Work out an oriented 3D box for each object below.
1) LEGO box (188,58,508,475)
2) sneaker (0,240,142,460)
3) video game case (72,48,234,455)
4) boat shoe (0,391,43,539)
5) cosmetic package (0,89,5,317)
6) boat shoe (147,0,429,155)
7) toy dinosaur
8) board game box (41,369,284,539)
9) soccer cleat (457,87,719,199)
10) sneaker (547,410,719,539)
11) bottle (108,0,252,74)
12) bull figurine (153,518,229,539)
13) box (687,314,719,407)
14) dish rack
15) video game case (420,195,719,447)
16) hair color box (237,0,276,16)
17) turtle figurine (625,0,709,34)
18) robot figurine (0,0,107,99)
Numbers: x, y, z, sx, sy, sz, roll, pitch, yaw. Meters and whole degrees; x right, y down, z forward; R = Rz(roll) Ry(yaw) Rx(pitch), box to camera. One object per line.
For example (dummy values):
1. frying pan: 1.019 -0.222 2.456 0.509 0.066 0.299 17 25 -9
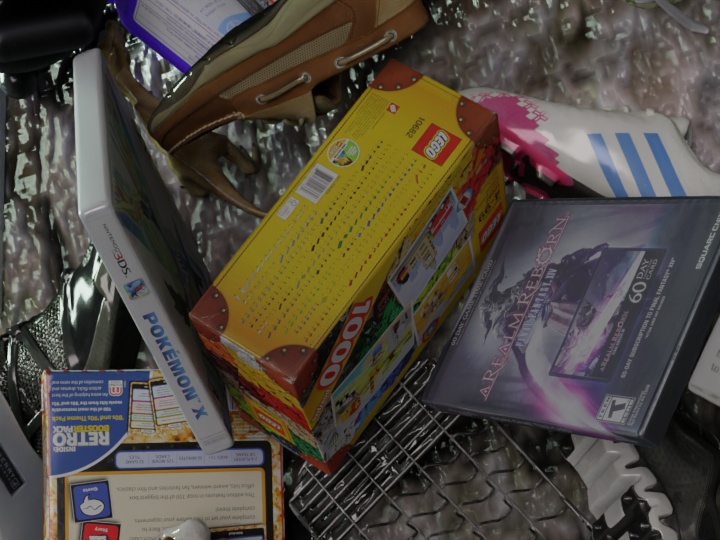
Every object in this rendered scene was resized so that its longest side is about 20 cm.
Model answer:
1. LEGO box: 0.000 0.000 1.009 0.077 0.149 0.200 30 72 21
2. sneaker: -0.204 0.036 1.144 0.114 0.076 0.200 15 92 14
3. video game case: -0.126 -0.015 1.026 0.022 0.182 0.200 -21 33 3
4. boat shoe: -0.253 0.147 1.114 0.086 0.202 0.075 3 38 40
5. cosmetic package: -0.316 -0.064 1.198 0.113 0.081 0.200 -2 80 19
6. boat shoe: -0.044 -0.118 1.000 0.200 0.076 0.074 -32 104 35
7. toy dinosaur: -0.110 -0.076 1.116 0.058 0.101 0.200 -46 70 7
8. board game box: -0.124 0.162 1.072 0.151 0.046 0.200 1 81 -13
9. soccer cleat: 0.152 -0.072 1.051 0.200 0.070 0.086 32 76 19
10. sneaker: 0.168 0.102 1.014 0.066 0.090 0.200 -53 42 44
11. bottle: -0.119 -0.182 1.146 0.200 0.084 0.065 40 130 21
12. bull figurine: -0.057 0.232 1.006 0.200 0.065 0.121 23 97 11
13. box: 0.323 0.042 0.862 0.200 0.199 0.171 24 89 52
14. dish rack: 0.059 0.161 1.047 0.153 0.055 0.200 -46 69 6
15. video game case: 0.123 0.023 0.962 0.200 0.019 0.143 3 64 57
16. hair color box: -0.002 -0.239 1.090 0.200 0.064 0.111 -38 71 -12
17. turtle figurine: 0.173 -0.234 1.007 0.194 0.200 0.144 9 117 42
18. robot figurine: -0.233 -0.204 1.098 0.150 0.125 0.200 -55 39 10
